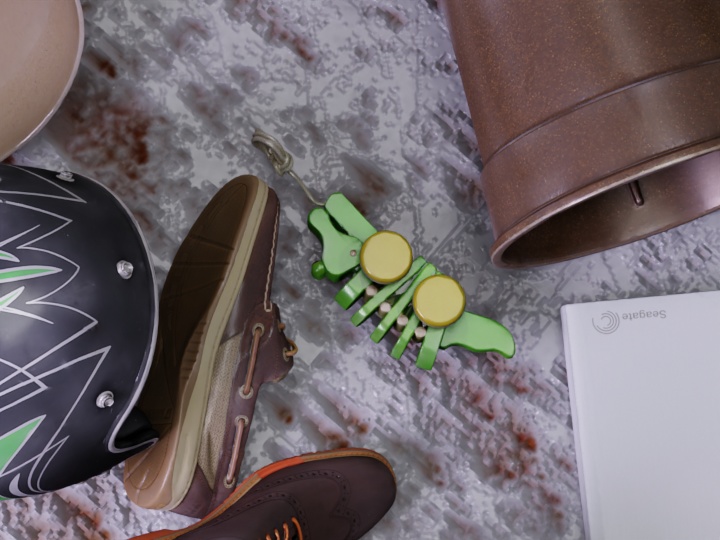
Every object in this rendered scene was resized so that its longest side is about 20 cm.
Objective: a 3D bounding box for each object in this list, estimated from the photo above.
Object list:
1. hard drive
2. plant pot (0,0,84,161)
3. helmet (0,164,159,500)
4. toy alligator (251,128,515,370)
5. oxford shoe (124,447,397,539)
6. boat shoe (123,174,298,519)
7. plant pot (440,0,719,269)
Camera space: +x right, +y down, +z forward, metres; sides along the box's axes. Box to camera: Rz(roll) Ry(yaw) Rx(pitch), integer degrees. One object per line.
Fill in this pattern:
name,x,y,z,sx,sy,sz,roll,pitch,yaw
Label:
hard drive,0.193,0.113,1.586,0.132,0.027,0.200,-5,81,-4
plant pot,-0.270,-0.160,1.540,0.200,0.200,0.135,-21,47,-6
helmet,-0.199,0.033,1.483,0.200,0.191,0.200,-2,76,8
toy alligator,0.000,0.000,1.577,0.200,0.059,0.054,39,81,3
oxford shoe,-0.055,0.159,1.524,0.200,0.073,0.071,-26,107,-23
boat shoe,-0.075,0.047,1.569,0.072,0.072,0.200,20,78,-31
plant pot,0.136,-0.128,1.540,0.200,0.200,0.198,-18,79,-6
